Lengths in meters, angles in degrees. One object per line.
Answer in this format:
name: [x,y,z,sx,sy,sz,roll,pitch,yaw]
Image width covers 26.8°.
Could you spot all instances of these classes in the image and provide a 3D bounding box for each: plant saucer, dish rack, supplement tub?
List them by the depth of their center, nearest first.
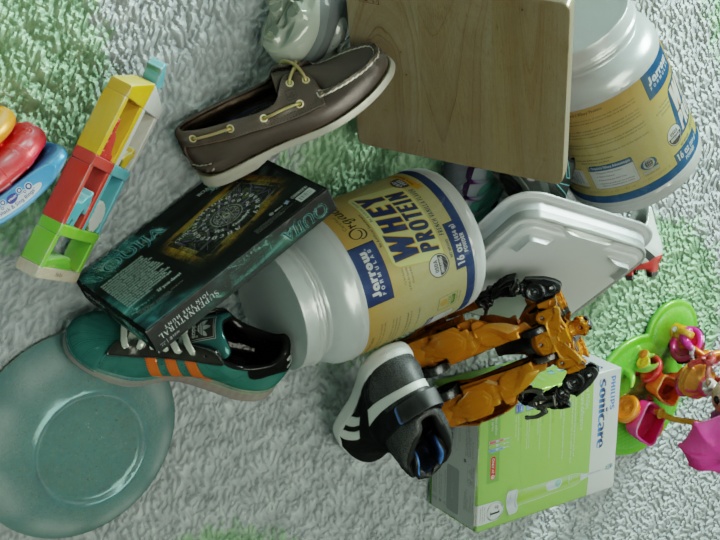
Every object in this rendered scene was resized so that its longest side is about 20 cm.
plant saucer: [-0.247,0.153,1.342,0.201,0.039,0.201,-12,112,-32]
supplement tub: [0.000,0.000,1.398,0.200,0.144,0.145,-23,118,-28]
dish rack: [0.174,0.002,1.490,0.171,0.200,0.044,16,54,-24]
supplement tub: [0.246,-0.172,1.514,0.145,0.145,0.200,-44,126,-15]

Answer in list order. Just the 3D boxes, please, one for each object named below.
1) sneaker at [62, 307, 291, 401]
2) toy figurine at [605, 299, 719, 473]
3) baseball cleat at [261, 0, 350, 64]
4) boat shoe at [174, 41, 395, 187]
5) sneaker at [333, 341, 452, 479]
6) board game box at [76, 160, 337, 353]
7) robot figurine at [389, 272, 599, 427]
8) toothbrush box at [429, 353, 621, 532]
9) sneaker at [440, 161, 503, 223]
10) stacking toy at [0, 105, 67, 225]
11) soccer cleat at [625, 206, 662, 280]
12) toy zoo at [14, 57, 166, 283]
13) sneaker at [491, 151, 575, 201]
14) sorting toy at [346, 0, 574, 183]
sneaker: [-0.155,0.060,1.320,0.200,0.071,0.080,10,144,-20]
toy figurine: [0.385,0.147,1.700,0.150,0.184,0.200,35,84,-38]
baseball cleat: [-0.016,-0.265,1.356,0.200,0.070,0.106,-57,142,0]
boat shoe: [-0.066,-0.147,1.316,0.200,0.072,0.060,-28,125,7]
sneaker: [0.033,0.165,1.449,0.073,0.112,0.200,-22,152,-19]
board game box: [-0.134,-0.022,1.301,0.200,0.135,0.028,-39,127,-18]
robot figurine: [0.133,0.082,1.479,0.200,0.058,0.145,-21,100,16]
toothbrush box: [0.178,0.178,1.625,0.200,0.086,0.146,-12,112,-31]
sneaker: [0.104,-0.119,1.494,0.074,0.087,0.200,-36,150,-52]
stacking toy: [-0.328,-0.129,1.160,0.116,0.110,0.200,-39,113,-16]
soccer cleat: [0.245,-0.025,1.620,0.200,0.069,0.085,-9,97,-32]
toy zoo: [-0.213,-0.085,1.239,0.020,0.131,0.200,27,90,4]
sneaker: [0.185,-0.080,1.496,0.079,0.075,0.200,-51,160,-10]
sorting toy: [0.096,-0.191,1.344,0.200,0.198,0.070,85,24,-46]
